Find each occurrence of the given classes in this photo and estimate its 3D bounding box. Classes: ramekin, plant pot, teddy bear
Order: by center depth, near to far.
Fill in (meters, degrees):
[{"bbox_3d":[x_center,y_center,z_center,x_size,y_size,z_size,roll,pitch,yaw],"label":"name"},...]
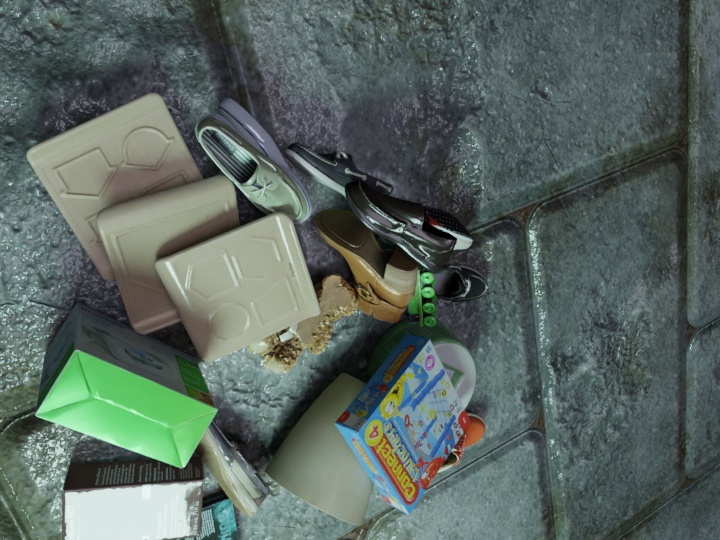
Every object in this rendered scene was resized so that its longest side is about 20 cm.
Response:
[{"bbox_3d":[-0.099,0.083,0.927,0.144,0.067,0.202,32,95,-21],"label":"teddy bear"},{"bbox_3d":[-0.035,0.288,0.959,0.186,0.186,0.203,35,74,-30],"label":"plant pot"},{"bbox_3d":[0.120,0.197,1.041,0.196,0.097,0.205,-8,108,-25],"label":"ramekin"}]

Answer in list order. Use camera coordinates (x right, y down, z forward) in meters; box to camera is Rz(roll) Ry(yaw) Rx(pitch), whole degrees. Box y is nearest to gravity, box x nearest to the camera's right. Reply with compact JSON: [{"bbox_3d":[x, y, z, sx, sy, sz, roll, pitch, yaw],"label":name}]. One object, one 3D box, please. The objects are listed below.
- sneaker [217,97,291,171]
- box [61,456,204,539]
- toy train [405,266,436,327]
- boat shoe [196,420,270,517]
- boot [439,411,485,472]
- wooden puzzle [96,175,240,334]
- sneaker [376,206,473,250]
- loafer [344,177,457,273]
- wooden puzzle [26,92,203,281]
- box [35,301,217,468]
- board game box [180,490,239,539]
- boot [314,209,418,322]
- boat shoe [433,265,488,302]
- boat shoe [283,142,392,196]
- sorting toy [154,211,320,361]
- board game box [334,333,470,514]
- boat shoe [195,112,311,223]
[{"bbox_3d":[-0.151,-0.152,0.822,0.071,0.073,0.201,-42,118,-13],"label":"sneaker"},{"bbox_3d":[-0.340,0.349,0.852,0.196,0.075,0.103,2,102,-18],"label":"box"},{"bbox_3d":[0.098,0.012,0.945,0.055,0.042,0.204,0,122,11],"label":"toy train"},{"bbox_3d":[-0.214,0.308,0.924,0.065,0.071,0.203,-38,107,-39],"label":"boat shoe"},{"bbox_3d":[0.184,0.345,1.113,0.196,0.107,0.077,-9,107,-26],"label":"boot"},{"bbox_3d":[-0.257,-0.022,0.798,0.182,0.037,0.203,-22,131,-25],"label":"wooden puzzle"},{"bbox_3d":[0.110,-0.056,0.996,0.197,0.071,0.094,8,127,-37],"label":"sneaker"},{"bbox_3d":[0.064,-0.080,0.840,0.198,0.073,0.072,35,115,-16],"label":"loafer"},{"bbox_3d":[-0.313,-0.113,0.769,0.183,0.046,0.203,-31,120,-16],"label":"wooden puzzle"},{"bbox_3d":[-0.316,0.154,0.763,0.199,0.176,0.098,34,90,-30],"label":"box"},{"bbox_3d":[-0.272,0.488,0.963,0.133,0.028,0.205,-11,108,-24],"label":"board game box"},{"bbox_3d":[0.000,0.000,0.933,0.074,0.198,0.156,-45,160,-33],"label":"boot"},{"bbox_3d":[0.166,0.023,1.039,0.197,0.060,0.075,16,97,-29],"label":"boat shoe"},{"bbox_3d":[-0.029,-0.152,0.875,0.198,0.074,0.061,29,95,-32],"label":"boat shoe"},{"bbox_3d":[-0.172,0.024,0.820,0.196,0.037,0.188,-21,124,-9],"label":"sorting toy"},{"bbox_3d":[0.077,0.247,0.912,0.196,0.055,0.202,-46,122,-30],"label":"board game box"},{"bbox_3d":[-0.147,-0.128,0.769,0.072,0.062,0.199,-43,115,16],"label":"boat shoe"}]
